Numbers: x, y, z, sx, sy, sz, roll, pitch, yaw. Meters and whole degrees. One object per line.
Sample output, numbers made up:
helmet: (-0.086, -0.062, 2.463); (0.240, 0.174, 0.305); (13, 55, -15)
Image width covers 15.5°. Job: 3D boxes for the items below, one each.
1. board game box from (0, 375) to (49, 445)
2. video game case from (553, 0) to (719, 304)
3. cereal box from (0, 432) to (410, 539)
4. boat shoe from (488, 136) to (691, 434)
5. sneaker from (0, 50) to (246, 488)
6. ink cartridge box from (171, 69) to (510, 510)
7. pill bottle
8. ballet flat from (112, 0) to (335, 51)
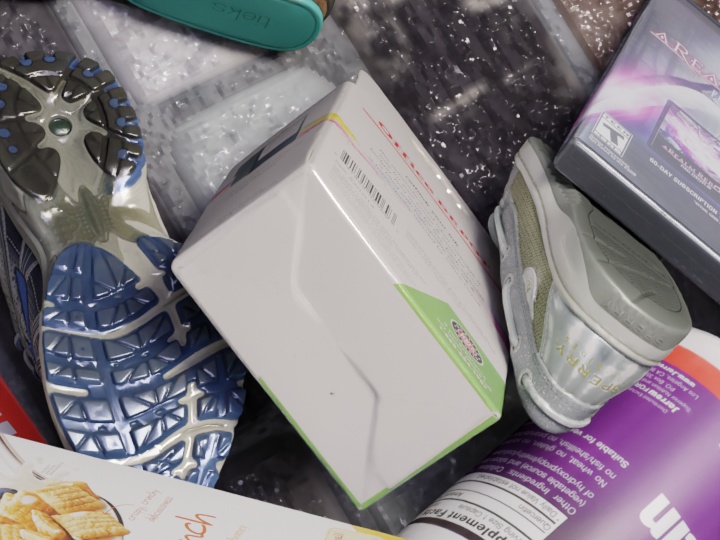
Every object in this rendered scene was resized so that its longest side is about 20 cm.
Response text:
board game box: (-0.183, 0.131, 0.931); (0.199, 0.047, 0.152); (-22, 49, -25)
video game case: (0.159, -0.041, 1.102); (0.143, 0.019, 0.200); (39, 30, -3)
cereal box: (-0.085, 0.111, 0.865); (0.198, 0.040, 0.144); (14, 23, 9)
boat shoe: (0.081, 0.003, 1.044); (0.074, 0.202, 0.065); (36, 103, -15)
sneaker: (-0.096, 0.017, 1.007); (0.076, 0.085, 0.201); (-8, 59, -17)
ink cartridge box: (0.000, 0.000, 1.021); (0.067, 0.200, 0.117); (-36, 98, 13)
pill bottle: (0.082, 0.117, 1.027); (0.200, 0.112, 0.113); (-39, 87, -26)
ballet flat: (-0.104, -0.142, 1.087); (0.199, 0.068, 0.069); (13, 57, -25)
